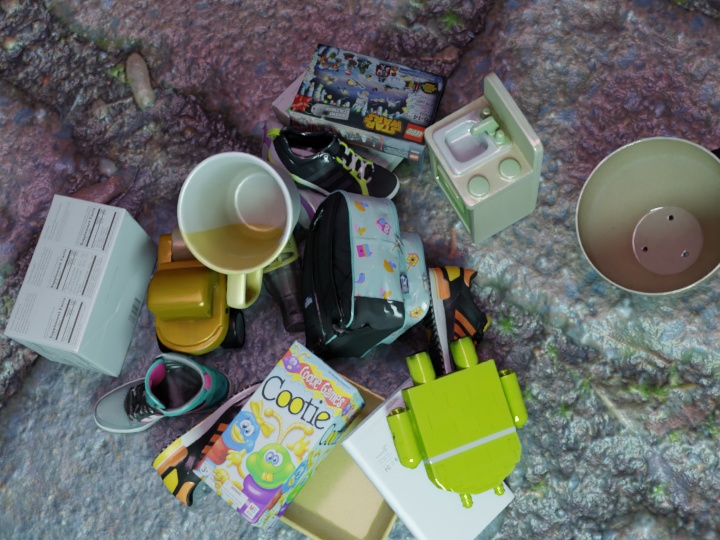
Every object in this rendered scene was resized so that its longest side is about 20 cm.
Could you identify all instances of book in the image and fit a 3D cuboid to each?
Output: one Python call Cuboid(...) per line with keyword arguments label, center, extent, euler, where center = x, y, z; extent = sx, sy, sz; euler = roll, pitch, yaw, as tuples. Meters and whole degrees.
Cuboid(label="book", center=(-0.015, -0.227, 1.353), extent=(0.199, 0.048, 0.134), euler=(40, 78, 17))

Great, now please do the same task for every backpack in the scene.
Cuboid(label="backpack", center=(0.000, 0.000, 1.198), extent=(0.151, 0.176, 0.203), euler=(-2, 68, -24))

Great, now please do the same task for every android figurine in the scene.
Cuboid(label="android figurine", center=(0.125, 0.189, 1.120), extent=(0.180, 0.041, 0.203), euler=(-19, 88, -16))

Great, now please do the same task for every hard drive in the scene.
Cuboid(label="hard drive", center=(0.085, 0.250, 1.138), extent=(0.132, 0.025, 0.201), euler=(-39, 93, -16))

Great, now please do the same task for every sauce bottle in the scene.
Cuboid(label="sauce bottle", center=(-0.114, -0.013, 1.281), extent=(0.065, 0.066, 0.202), euler=(-21, 69, 0))

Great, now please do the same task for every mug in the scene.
Cuboid(label="mug", center=(-0.155, -0.068, 1.188), extent=(0.149, 0.153, 0.188), euler=(36, 103, 0))

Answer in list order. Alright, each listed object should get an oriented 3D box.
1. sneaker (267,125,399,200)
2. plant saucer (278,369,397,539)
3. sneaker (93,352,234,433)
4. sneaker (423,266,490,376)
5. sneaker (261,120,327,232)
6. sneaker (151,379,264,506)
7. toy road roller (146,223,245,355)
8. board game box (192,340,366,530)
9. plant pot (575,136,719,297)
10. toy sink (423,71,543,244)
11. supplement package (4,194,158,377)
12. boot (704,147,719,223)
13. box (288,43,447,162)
Cuboid(label="sneaker", center=(-0.036, -0.145, 1.245), extent=(0.197, 0.083, 0.073), euler=(15, 58, -8))
Cuboid(label="plant saucer", center=(-0.025, 0.253, 1.187), extent=(0.198, 0.049, 0.202), euler=(26, 77, 15))
Cuboid(label="sneaker", center=(-0.278, 0.167, 1.211), extent=(0.197, 0.121, 0.085), euler=(-14, 70, 3))
Cuboid(label="sneaker", center=(0.136, 0.091, 1.202), extent=(0.088, 0.070, 0.203), euler=(-6, 76, -11))
Cuboid(label="sneaker", center=(-0.078, -0.142, 1.329), extent=(0.099, 0.075, 0.201), euler=(-21, 65, -25))
Cuboid(label="sneaker", center=(-0.177, 0.230, 1.211), extent=(0.199, 0.070, 0.091), euler=(-36, 82, -3))
Cuboid(label="toy road roller", center=(-0.227, 0.015, 1.243), extent=(0.121, 0.146, 0.203), euler=(-4, 71, 6))
Cuboid(label="board game box", center=(-0.096, 0.207, 1.131), extent=(0.102, 0.105, 0.201), euler=(35, 80, 17))
Cuboid(label="plant pot", center=(0.393, -0.055, 1.179), extent=(0.197, 0.134, 0.204), euler=(-7, 75, 25))
Cuboid(label="toy sink", center=(0.161, -0.144, 1.217), extent=(0.111, 0.200, 0.131), euler=(-29, 70, -4))
Cuboid(label="supplement package", center=(-0.379, 0.025, 1.255), extent=(0.109, 0.156, 0.203), euler=(12, 73, 9))
Cuboid(label="boot", center=(0.507, -0.171, 1.244), extent=(0.166, 0.077, 0.203), euler=(-20, 76, -4))
Cuboid(label="box", center=(0.012, -0.240, 1.288), extent=(0.197, 0.040, 0.138), euler=(15, 60, 6))
